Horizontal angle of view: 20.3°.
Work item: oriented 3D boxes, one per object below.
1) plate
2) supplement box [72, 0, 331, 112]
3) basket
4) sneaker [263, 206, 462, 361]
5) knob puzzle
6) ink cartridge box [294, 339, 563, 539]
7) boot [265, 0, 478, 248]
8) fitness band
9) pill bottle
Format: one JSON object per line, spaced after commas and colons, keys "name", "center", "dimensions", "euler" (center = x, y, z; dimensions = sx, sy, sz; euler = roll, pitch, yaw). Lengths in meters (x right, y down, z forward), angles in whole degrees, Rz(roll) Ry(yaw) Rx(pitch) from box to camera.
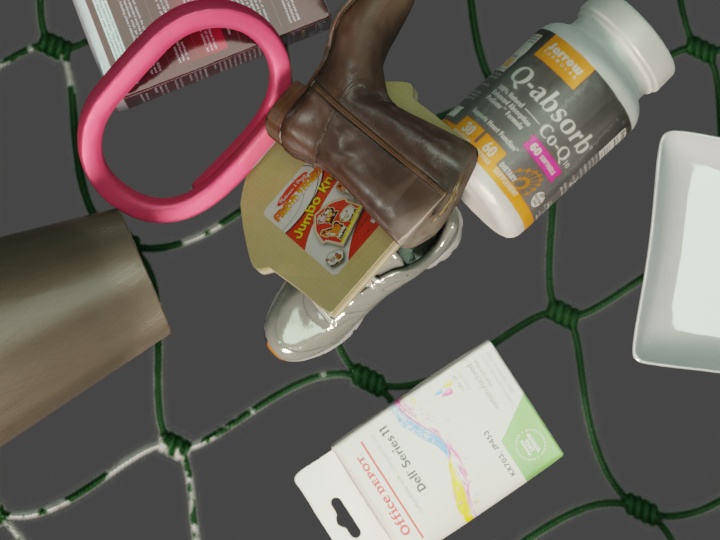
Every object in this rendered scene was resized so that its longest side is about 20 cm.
{"name": "plate", "center": [0.338, -0.007, 1.705], "dimensions": [0.198, 0.032, 0.202], "euler": [8, 85, 0]}
{"name": "supplement box", "center": [-0.134, -0.222, 1.694], "dimensions": [0.198, 0.061, 0.110], "euler": [-21, 87, -2]}
{"name": "basket", "center": [-0.266, 0.041, 1.637], "dimensions": [0.199, 0.136, 0.182], "euler": [-23, 91, -7]}
{"name": "sneaker", "center": [0.000, 0.000, 1.664], "dimensions": [0.200, 0.092, 0.076], "euler": [-40, 88, -3]}
{"name": "knob puzzle", "center": [-0.017, -0.073, 1.655], "dimensions": [0.218, 0.030, 0.221], "euler": [-16, 56, 25]}
{"name": "ink cartridge box", "center": [0.054, 0.161, 1.665], "dimensions": [0.199, 0.067, 0.118], "euler": [-34, 87, -4]}
{"name": "boot", "center": [0.038, -0.131, 1.594], "dimensions": [0.200, 0.064, 0.187], "euler": [37, 92, 41]}
{"name": "fitness band", "center": [-0.144, -0.132, 1.659], "dimensions": [0.143, 0.037, 0.200], "euler": [39, 100, -25]}
{"name": "pill bottle", "center": [0.159, -0.132, 1.668], "dimensions": [0.200, 0.116, 0.116], "euler": [-43, 88, -4]}
